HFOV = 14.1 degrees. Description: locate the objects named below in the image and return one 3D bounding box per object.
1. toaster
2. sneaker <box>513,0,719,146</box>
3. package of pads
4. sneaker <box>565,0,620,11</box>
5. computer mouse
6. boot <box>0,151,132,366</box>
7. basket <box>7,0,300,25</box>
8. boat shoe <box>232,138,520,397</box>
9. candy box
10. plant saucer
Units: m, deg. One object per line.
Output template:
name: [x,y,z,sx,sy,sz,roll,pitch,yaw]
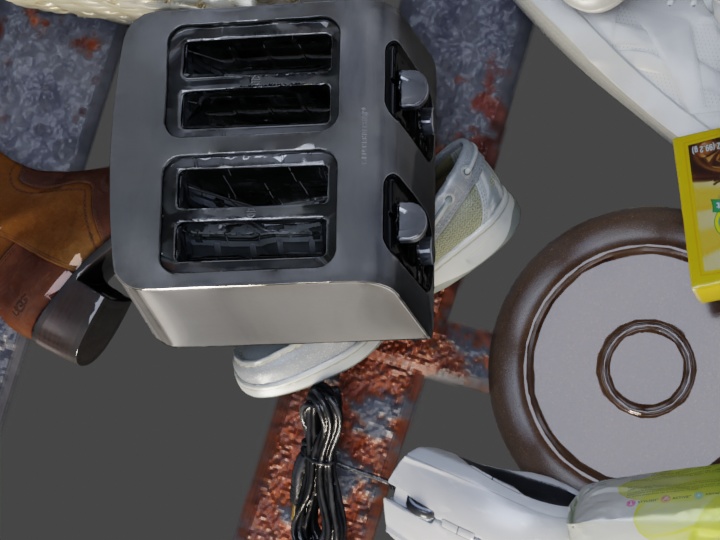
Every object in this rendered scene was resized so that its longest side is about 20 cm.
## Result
toaster: [-0.054,-0.055,1.692,0.200,0.119,0.181,-2,70,10]
sneaker: [0.187,-0.154,1.759,0.200,0.074,0.116,39,91,1]
package of pads: [0.228,0.186,1.689,0.200,0.068,0.155,-9,105,13]
sneaker: [0.151,-0.230,1.640,0.074,0.116,0.200,27,111,7]
computer mouse: [0.051,0.143,1.752,0.200,0.044,0.110,15,110,11]
boot: [-0.207,-0.065,1.835,0.200,0.068,0.189,32,98,19]
basket: [-0.128,-0.215,1.785,0.200,0.136,0.124,8,88,11]
boat shoe: [0.001,0.000,1.763,0.202,0.074,0.065,-35,119,2]
candy box: [0.282,-0.050,1.670,0.200,0.026,0.102,-13,64,16]
plant saucer: [0.174,0.060,1.759,0.200,0.032,0.201,-1,86,11]
